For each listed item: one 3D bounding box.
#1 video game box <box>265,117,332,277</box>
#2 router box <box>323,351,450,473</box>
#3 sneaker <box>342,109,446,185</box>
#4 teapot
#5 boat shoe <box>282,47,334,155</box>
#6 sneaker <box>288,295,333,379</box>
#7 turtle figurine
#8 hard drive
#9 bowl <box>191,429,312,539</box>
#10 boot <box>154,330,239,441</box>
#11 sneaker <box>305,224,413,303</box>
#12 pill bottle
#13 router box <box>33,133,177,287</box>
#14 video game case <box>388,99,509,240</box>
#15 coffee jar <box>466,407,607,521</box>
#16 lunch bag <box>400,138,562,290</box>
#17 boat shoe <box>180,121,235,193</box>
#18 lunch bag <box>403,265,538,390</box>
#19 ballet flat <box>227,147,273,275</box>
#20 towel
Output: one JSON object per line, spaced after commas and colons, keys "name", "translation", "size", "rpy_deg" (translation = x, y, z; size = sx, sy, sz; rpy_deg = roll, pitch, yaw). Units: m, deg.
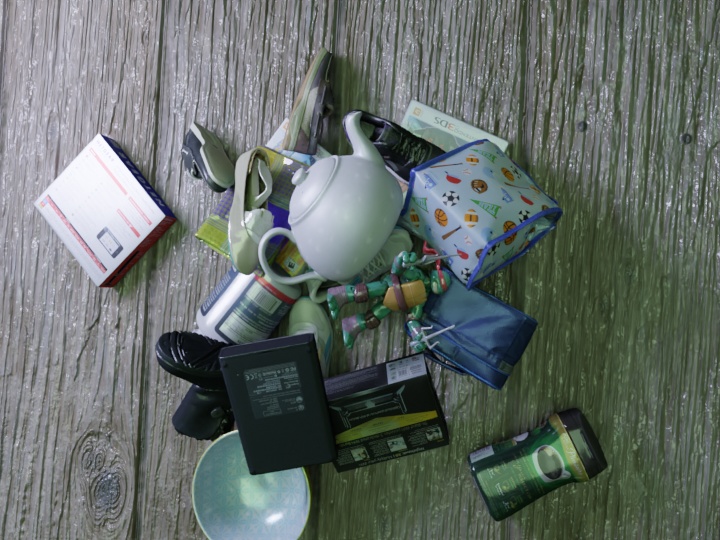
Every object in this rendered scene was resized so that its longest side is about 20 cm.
{"name": "video game box", "translation": [-0.114, -0.122, 1.028], "size": [0.181, 0.047, 0.202], "rpy_deg": [39, 94, 12]}
{"name": "router box", "translation": [0.029, 0.227, 0.951], "size": [0.195, 0.053, 0.160], "rpy_deg": [-16, 122, 8]}
{"name": "sneaker", "translation": [0.058, -0.192, 0.958], "size": [0.196, 0.088, 0.077], "rpy_deg": [25, 91, 9]}
{"name": "teapot", "translation": [-0.043, -0.091, 0.891], "size": [0.145, 0.203, 0.196], "rpy_deg": [34, 137, -21]}
{"name": "boat shoe", "translation": [-0.075, -0.276, 1.001], "size": [0.063, 0.072, 0.205], "rpy_deg": [22, 64, -13]}
{"name": "sneaker", "translation": [-0.088, 0.145, 0.999], "size": [0.074, 0.081, 0.206], "rpy_deg": [-3, 87, 11]}
{"name": "turtle figurine", "translation": [0.059, 0.040, 0.853], "size": [0.195, 0.101, 0.153], "rpy_deg": [-18, 109, 11]}
{"name": "hard drive", "translation": [-0.116, 0.198, 0.880], "size": [0.135, 0.033, 0.205], "rpy_deg": [-9, 110, 1]}
{"name": "bowl", "translation": [-0.164, 0.352, 0.991], "size": [0.194, 0.108, 0.207], "rpy_deg": [0, 88, 8]}
{"name": "boot", "translation": [-0.249, 0.186, 0.924], "size": [0.170, 0.197, 0.077], "rpy_deg": [-54, 47, 19]}
{"name": "sneaker", "translation": [0.000, 0.000, 0.976], "size": [0.196, 0.087, 0.076], "rpy_deg": [-28, 117, 11]}
{"name": "pill bottle", "translation": [-0.200, 0.074, 1.000], "size": [0.119, 0.119, 0.201], "rpy_deg": [41, 95, 8]}
{"name": "router box", "translation": [-0.456, -0.105, 1.083], "size": [0.179, 0.049, 0.201], "rpy_deg": [-42, 83, 6]}
{"name": "video game case", "translation": [0.124, -0.154, 1.001], "size": [0.179, 0.023, 0.204], "rpy_deg": [25, 93, 9]}
{"name": "coffee jar", "translation": [0.271, 0.296, 0.932], "size": [0.196, 0.085, 0.106], "rpy_deg": [-27, 81, 9]}
{"name": "lunch bag", "translation": [0.184, -0.095, 0.897], "size": [0.198, 0.125, 0.171], "rpy_deg": [-31, 67, -28]}
{"name": "boat shoe", "translation": [-0.257, -0.175, 1.003], "size": [0.068, 0.071, 0.201], "rpy_deg": [-48, 41, 11]}
{"name": "lunch bag", "translation": [0.156, 0.089, 0.931], "size": [0.197, 0.136, 0.135], "rpy_deg": [29, 92, 10]}
{"name": "ballet flat", "translation": [-0.160, -0.095, 0.909], "size": [0.067, 0.070, 0.205], "rpy_deg": [-8, 66, 9]}
{"name": "towel", "translation": [-0.158, -0.104, 0.966], "size": [0.141, 0.023, 0.203], "rpy_deg": [27, 71, 14]}
